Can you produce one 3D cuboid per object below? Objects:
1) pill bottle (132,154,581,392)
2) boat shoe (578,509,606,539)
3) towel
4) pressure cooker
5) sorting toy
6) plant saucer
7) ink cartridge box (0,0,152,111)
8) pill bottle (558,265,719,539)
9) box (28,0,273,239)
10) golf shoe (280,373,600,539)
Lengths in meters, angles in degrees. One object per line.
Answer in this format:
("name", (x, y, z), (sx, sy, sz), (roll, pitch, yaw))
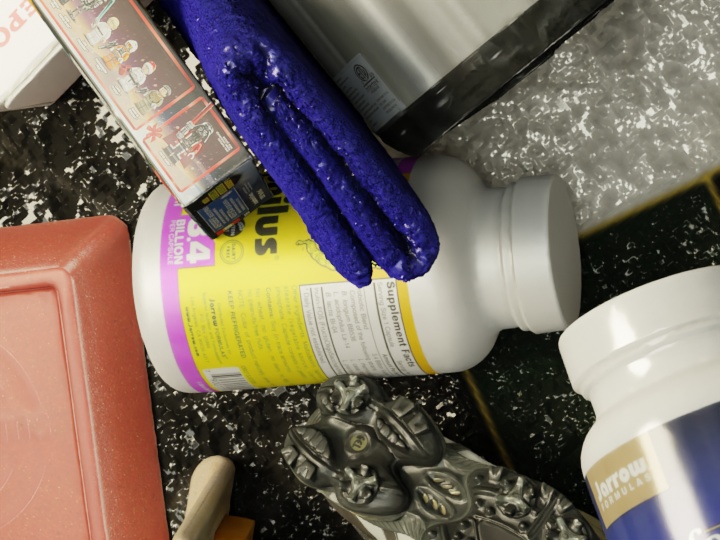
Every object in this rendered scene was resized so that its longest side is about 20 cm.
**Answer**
("pill bottle", (0.000, 0.000, 1.301), (0.199, 0.104, 0.105), (-5, 94, 15))
("boat shoe", (0.108, 0.170, 1.277), (0.200, 0.064, 0.071), (34, 122, 36))
("towel", (-0.042, -0.080, 1.216), (0.050, 0.200, 0.148), (-40, 120, 4))
("pressure cooker", (0.025, -0.175, 1.229), (0.176, 0.179, 0.200), (-40, 91, 31))
("sorting toy", (-0.081, 0.197, 1.300), (0.036, 0.200, 0.186), (9, 99, -2))
("plant saucer", (-0.205, 0.081, 1.401), (0.199, 0.037, 0.201), (-6, 94, 16))
("ink cartridge box", (-0.183, -0.197, 1.340), (0.145, 0.084, 0.200), (-44, 84, 15))
("pill bottle", (0.164, 0.106, 1.195), (0.116, 0.116, 0.200), (-25, 71, 16))
("box", (-0.115, -0.109, 1.212), (0.040, 0.137, 0.200), (-36, 84, -2))
("golf shoe", (0.055, 0.126, 1.266), (0.078, 0.095, 0.200), (-45, 62, -6))
